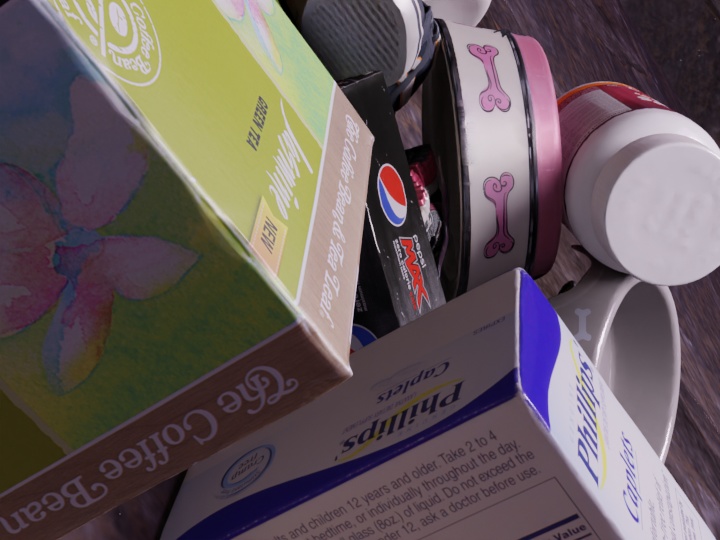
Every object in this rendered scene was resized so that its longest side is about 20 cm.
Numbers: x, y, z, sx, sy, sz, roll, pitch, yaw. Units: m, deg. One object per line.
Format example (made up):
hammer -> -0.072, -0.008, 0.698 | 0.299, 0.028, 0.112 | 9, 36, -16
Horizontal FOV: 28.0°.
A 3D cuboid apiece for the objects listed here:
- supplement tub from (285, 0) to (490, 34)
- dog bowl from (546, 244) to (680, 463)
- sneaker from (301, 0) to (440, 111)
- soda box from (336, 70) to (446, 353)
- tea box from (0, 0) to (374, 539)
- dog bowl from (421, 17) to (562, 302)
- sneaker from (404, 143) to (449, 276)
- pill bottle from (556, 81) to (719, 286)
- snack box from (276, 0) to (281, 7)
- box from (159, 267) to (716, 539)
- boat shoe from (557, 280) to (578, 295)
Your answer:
supplement tub -> -0.003, -0.256, 1.064 | 0.144, 0.144, 0.201 | 6, 57, -65
dog bowl -> 0.169, 0.084, 1.014 | 0.199, 0.058, 0.202 | -16, 109, -57
sneaker -> 0.009, -0.152, 0.918 | 0.078, 0.080, 0.200 | 36, -21, 4
soda box -> 0.000, 0.000, 0.781 | 0.071, 0.063, 0.202 | -35, 112, -62
tea box -> -0.130, -0.030, 0.404 | 0.197, 0.199, 0.134 | 50, 23, -25
dog bowl -> 0.090, -0.077, 1.013 | 0.200, 0.073, 0.202 | 176, -90, -86
sneaker -> 0.023, -0.018, 0.917 | 0.200, 0.080, 0.075 | -57, 129, -64
pill bottle -> 0.184, -0.061, 0.979 | 0.110, 0.109, 0.200 | 54, 5, -16
snack box -> -0.094, -0.132, 0.823 | 0.143, 0.053, 0.200 | 64, 20, 4
box -> 0.046, 0.132, 0.627 | 0.201, 0.183, 0.105 | 53, 23, -20
boat shoe -> 0.153, 0.067, 1.136 | 0.065, 0.073, 0.200 | 36, 28, 7
